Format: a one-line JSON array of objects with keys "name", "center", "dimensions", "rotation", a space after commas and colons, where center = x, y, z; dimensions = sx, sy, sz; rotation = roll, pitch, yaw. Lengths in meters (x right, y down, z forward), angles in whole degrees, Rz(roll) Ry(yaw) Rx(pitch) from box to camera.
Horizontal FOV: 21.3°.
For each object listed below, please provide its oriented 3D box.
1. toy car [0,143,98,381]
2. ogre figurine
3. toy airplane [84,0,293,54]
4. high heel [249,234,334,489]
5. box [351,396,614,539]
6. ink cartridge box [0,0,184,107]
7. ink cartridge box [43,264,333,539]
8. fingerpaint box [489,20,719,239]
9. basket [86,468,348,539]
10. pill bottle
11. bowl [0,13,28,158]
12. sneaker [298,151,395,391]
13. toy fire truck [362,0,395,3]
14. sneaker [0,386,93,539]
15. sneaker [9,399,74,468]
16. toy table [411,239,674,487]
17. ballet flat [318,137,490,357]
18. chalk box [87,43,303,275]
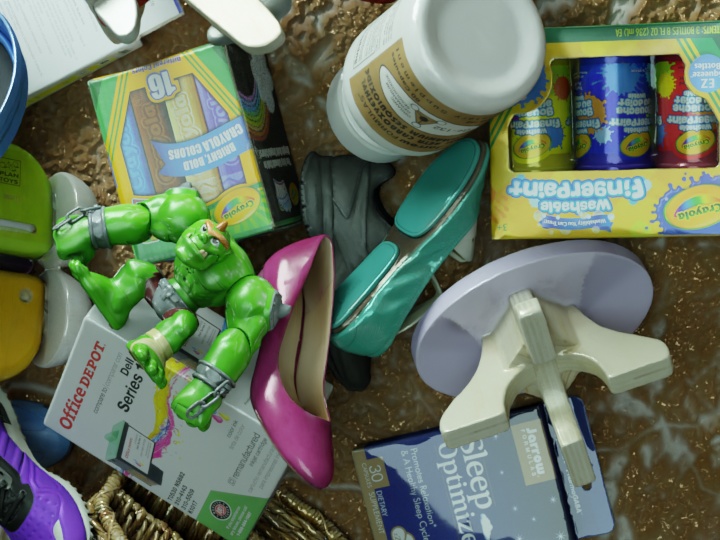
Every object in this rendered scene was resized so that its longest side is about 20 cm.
[{"name": "toy car", "center": [-0.323, -0.005, 1.618], "dimensions": [0.149, 0.174, 0.202], "rotation": [-9, 75, 54]}, {"name": "ogre figurine", "center": [-0.140, 0.012, 1.465], "dimensions": [0.120, 0.098, 0.200], "rotation": [-37, 49, -9]}, {"name": "toy airplane", "center": [-0.134, -0.255, 1.517], "dimensions": [0.197, 0.141, 0.202], "rotation": [-5, 76, 29]}, {"name": "high heel", "center": [-0.038, 0.066, 1.466], "dimensions": [0.096, 0.067, 0.201], "rotation": [-37, 55, 21]}, {"name": "box", "center": [0.102, 0.184, 1.594], "dimensions": [0.198, 0.032, 0.122], "rotation": [-15, 92, 13]}, {"name": "ink cartridge box", "center": [-0.267, -0.262, 1.629], "dimensions": [0.199, 0.047, 0.199], "rotation": [-24, 88, 12]}, {"name": "ink cartridge box", "center": [-0.143, 0.109, 1.558], "dimensions": [0.199, 0.084, 0.145], "rotation": [31, 132, 3]}, {"name": "fingerpaint box", "center": [0.203, -0.111, 1.520], "dimensions": [0.198, 0.073, 0.169], "rotation": [0, 95, 13]}, {"name": "basket", "center": [-0.134, 0.238, 1.594], "dimensions": [0.199, 0.143, 0.150], "rotation": [36, 101, 8]}, {"name": "pill bottle", "center": [0.050, -0.152, 1.482], "dimensions": [0.113, 0.200, 0.116], "rotation": [6, 75, -22]}, {"name": "bowl", "center": [-0.357, -0.133, 1.543], "dimensions": [0.199, 0.039, 0.202], "rotation": [-10, 60, 17]}, {"name": "sneaker", "center": [0.000, 0.000, 1.581], "dimensions": [0.090, 0.076, 0.202], "rotation": [-5, 98, 3]}, {"name": "toy fire truck", "center": [0.049, -0.282, 1.476], "dimensions": [0.198, 0.168, 0.113], "rotation": [16, 73, 10]}, {"name": "sneaker", "center": [-0.303, 0.172, 1.562], "dimensions": [0.200, 0.099, 0.070], "rotation": [48, 110, 25]}, {"name": "sneaker", "center": [-0.351, 0.144, 1.669], "dimensions": [0.198, 0.078, 0.067], "rotation": [7, 95, 11]}, {"name": "toy table", "center": [0.144, 0.066, 1.498], "dimensions": [0.199, 0.118, 0.184], "rotation": [-29, 125, 9]}, {"name": "ballet flat", "center": [0.049, -0.013, 1.534], "dimensions": [0.070, 0.067, 0.201], "rotation": [38, 91, -33]}, {"name": "chalk box", "center": [-0.125, -0.075, 1.572], "dimensions": [0.123, 0.125, 0.202], "rotation": [-14, 91, 13]}]
